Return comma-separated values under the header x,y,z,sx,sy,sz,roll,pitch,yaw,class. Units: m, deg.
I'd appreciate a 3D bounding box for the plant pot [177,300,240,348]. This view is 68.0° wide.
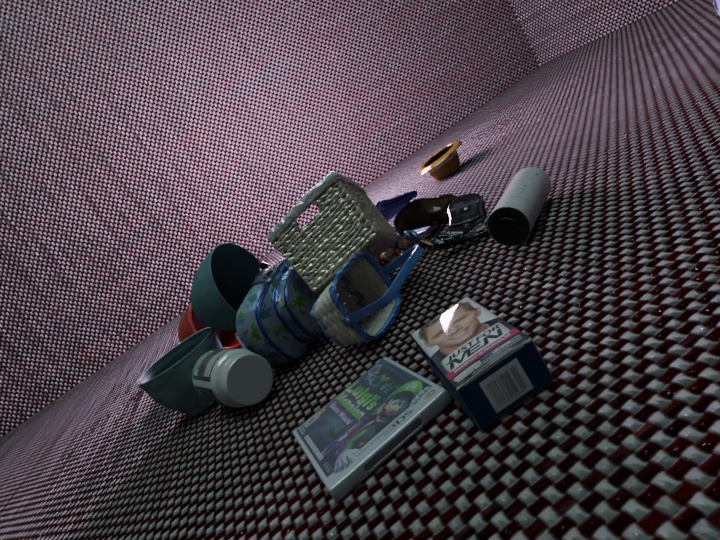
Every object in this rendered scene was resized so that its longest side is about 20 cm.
x,y,z,sx,sy,sz,roll,pitch,yaw,class
-0.440,0.161,1.574,0.177,0.201,0.200,-34,9,46,plant pot

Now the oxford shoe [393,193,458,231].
x,y,z,sx,sy,sz,roll,pitch,yaw,class
0.179,-0.145,1.347,0.198,0.074,0.084,-21,25,-13,oxford shoe

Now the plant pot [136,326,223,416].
x,y,z,sx,sy,sz,roll,pitch,yaw,class
-0.383,0.244,1.221,0.199,0.135,0.201,-32,13,8,plant pot

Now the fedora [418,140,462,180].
x,y,z,sx,sy,sz,roll,pitch,yaw,class
0.310,-0.397,1.983,0.200,0.082,0.201,-35,16,11,fedora

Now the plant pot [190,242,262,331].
x,y,z,sx,sy,sz,roll,pitch,yaw,class
-0.308,0.057,1.223,0.134,0.201,0.200,-31,13,24,plant pot

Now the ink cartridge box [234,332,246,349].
x,y,z,sx,sy,sz,roll,pitch,yaw,class
-0.195,0.117,1.334,0.145,0.085,0.200,-23,18,33,ink cartridge box

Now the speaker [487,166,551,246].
x,y,z,sx,sy,sz,roll,pitch,yaw,class
0.308,-0.127,1.027,0.081,0.082,0.200,-22,18,39,speaker

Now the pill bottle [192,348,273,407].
x,y,z,sx,sy,sz,roll,pitch,yaw,class
-0.258,0.215,1.074,0.113,0.114,0.199,-40,16,-30,pill bottle

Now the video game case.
x,y,z,sx,sy,sz,roll,pitch,yaw,class
0.006,0.197,0.714,0.181,0.023,0.200,-37,13,-14,video game case

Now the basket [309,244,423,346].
x,y,z,sx,sy,sz,roll,pitch,yaw,class
0.018,0.040,0.970,0.200,0.139,0.177,-38,7,43,basket

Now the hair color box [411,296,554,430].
x,y,z,sx,sy,sz,roll,pitch,yaw,class
0.138,0.103,0.655,0.099,0.061,0.200,-33,12,-2,hair color box

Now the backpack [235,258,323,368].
x,y,z,sx,sy,sz,roll,pitch,yaw,class
-0.159,0.092,1.134,0.146,0.184,0.201,-20,29,34,backpack

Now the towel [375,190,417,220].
x,y,z,sx,sy,sz,roll,pitch,yaw,class
0.046,-0.136,1.364,0.144,0.024,0.200,-25,-9,-40,towel

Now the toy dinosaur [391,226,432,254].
x,y,z,sx,sy,sz,roll,pitch,yaw,class
0.118,-0.056,1.320,0.197,0.107,0.182,4,10,7,toy dinosaur

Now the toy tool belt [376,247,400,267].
x,y,z,sx,sy,sz,roll,pitch,yaw,class
0.000,0.000,1.262,0.199,0.125,0.124,12,64,50,toy tool belt

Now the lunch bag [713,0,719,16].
x,y,z,sx,sy,sz,roll,pitch,yaw,class
0.973,-0.667,1.295,0.169,0.127,0.201,-27,24,32,lunch bag

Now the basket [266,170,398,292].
x,y,z,sx,sy,sz,roll,pitch,yaw,class
-0.050,-0.072,1.121,0.198,0.161,0.200,-41,-10,13,basket

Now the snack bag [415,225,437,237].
x,y,z,sx,sy,sz,roll,pitch,yaw,class
0.152,-0.115,1.487,0.199,0.022,0.189,-20,18,43,snack bag

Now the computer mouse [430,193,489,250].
x,y,z,sx,sy,sz,roll,pitch,yaw,class
0.235,-0.106,1.196,0.137,0.053,0.201,-16,28,24,computer mouse
